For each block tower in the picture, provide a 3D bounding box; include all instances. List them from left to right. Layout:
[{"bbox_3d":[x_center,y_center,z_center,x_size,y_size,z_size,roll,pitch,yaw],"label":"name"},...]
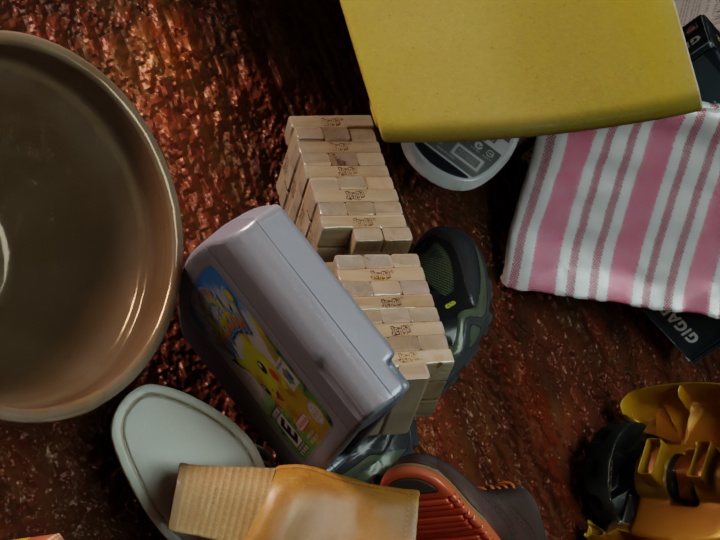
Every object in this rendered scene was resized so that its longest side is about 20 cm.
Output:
[{"bbox_3d":[0.000,0.000,1.267,0.054,0.058,0.201,-1,51,-19],"label":"block tower"}]

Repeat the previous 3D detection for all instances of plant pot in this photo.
[{"bbox_3d":[-0.197,-0.016,1.132,0.200,0.093,0.202,10,73,-38],"label":"plant pot"},{"bbox_3d":[0.075,-0.166,1.278,0.176,0.200,0.201,-18,96,2],"label":"plant pot"}]

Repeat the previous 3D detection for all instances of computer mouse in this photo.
[{"bbox_3d":[0.087,-0.120,1.433,0.110,0.044,0.200,39,58,3],"label":"computer mouse"}]

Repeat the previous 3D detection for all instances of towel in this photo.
[{"bbox_3d":[0.201,-0.040,1.421,0.199,0.030,0.147,9,113,-8],"label":"towel"}]

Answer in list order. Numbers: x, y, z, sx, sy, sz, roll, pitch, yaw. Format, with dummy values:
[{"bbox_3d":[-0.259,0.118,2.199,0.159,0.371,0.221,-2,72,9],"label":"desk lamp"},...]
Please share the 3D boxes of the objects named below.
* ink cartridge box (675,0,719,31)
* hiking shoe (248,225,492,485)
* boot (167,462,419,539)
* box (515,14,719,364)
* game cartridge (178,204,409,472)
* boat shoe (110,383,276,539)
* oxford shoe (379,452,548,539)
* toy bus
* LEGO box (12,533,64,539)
[{"bbox_3d":[0.325,-0.133,1.547,0.144,0.200,0.146,35,59,-30],"label":"ink cartridge box"},{"bbox_3d":[0.009,0.039,1.312,0.101,0.076,0.200,46,55,-28],"label":"hiking shoe"},{"bbox_3d":[-0.043,0.204,1.165,0.143,0.071,0.202,11,93,-4],"label":"boot"},{"bbox_3d":[0.226,-0.051,1.471,0.200,0.159,0.046,45,22,-25],"label":"box"},{"bbox_3d":[-0.043,0.041,1.163,0.040,0.200,0.134,-32,81,-19],"label":"game cartridge"},{"bbox_3d":[-0.067,0.136,1.225,0.200,0.062,0.075,40,81,-18],"label":"boat shoe"},{"bbox_3d":[0.067,0.154,1.325,0.200,0.071,0.073,55,40,-48],"label":"oxford shoe"},{"bbox_3d":[0.232,0.203,1.449,0.192,0.135,0.201,48,53,-42],"label":"toy bus"},{"bbox_3d":[-0.229,0.213,1.011,0.200,0.149,0.077,-39,106,-40],"label":"LEGO box"}]
